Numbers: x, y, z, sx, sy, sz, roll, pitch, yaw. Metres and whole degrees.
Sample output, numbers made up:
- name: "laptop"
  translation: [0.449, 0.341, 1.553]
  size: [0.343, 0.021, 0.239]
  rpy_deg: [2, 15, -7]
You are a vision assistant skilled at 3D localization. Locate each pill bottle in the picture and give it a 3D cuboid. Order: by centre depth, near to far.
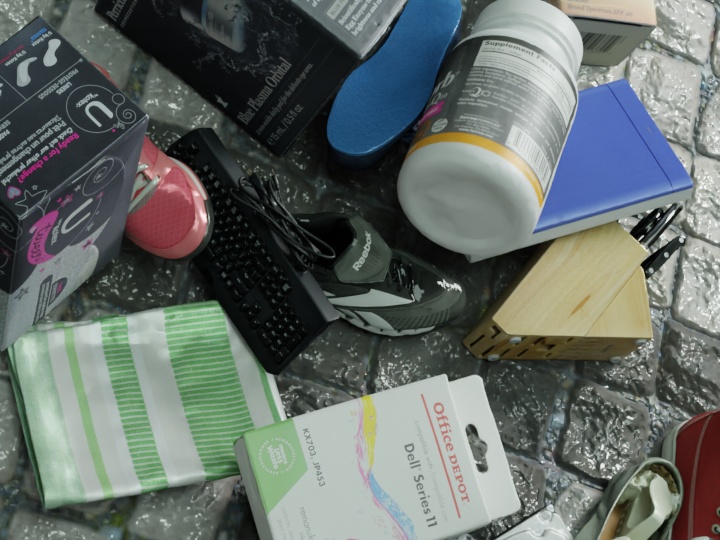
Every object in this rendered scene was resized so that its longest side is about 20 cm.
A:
- name: "pill bottle"
  translation: [0.109, -0.118, 1.612]
  size: [0.116, 0.116, 0.201]
  rpy_deg: [30, 51, -9]

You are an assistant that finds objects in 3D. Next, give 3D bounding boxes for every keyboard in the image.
- name: "keyboard"
  translation: [-0.093, -0.026, 1.536]
  size: [0.201, 0.104, 0.040]
  rpy_deg: [54, 24, 20]

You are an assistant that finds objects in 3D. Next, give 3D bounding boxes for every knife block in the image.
- name: "knife block"
  translation: [0.178, -0.016, 1.688]
  size: [0.198, 0.064, 0.177]
  rpy_deg: [1, 69, -22]

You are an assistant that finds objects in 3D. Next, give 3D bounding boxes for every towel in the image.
- name: "towel"
  translation: [-0.157, 0.093, 1.512]
  size: [0.198, 0.023, 0.153]
  rpy_deg: [-7, 60, -24]

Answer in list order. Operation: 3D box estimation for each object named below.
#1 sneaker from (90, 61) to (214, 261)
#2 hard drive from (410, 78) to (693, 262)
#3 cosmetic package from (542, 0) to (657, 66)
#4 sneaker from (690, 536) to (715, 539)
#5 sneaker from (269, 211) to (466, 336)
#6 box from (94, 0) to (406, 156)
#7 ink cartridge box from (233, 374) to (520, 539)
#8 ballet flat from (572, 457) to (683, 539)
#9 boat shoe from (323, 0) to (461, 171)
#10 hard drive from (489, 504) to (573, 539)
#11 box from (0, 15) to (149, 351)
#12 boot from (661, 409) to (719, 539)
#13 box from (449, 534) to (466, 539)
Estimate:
- name: "sneaker"
  translation: [-0.192, -0.084, 1.525]
  size: [0.074, 0.087, 0.200]
  rpy_deg: [-45, 72, 10]
- name: "hard drive"
  translation: [0.157, -0.086, 1.679]
  size: [0.198, 0.025, 0.132]
  rpy_deg: [-16, 52, -14]
- name: "cosmetic package"
  translation: [0.192, -0.292, 1.789]
  size: [0.103, 0.087, 0.202]
  rpy_deg: [3, 69, -20]
- name: "sneaker"
  translation: [0.264, 0.305, 1.544]
  size: [0.076, 0.075, 0.202]
  rpy_deg: [-4, 80, -10]
- name: "sneaker"
  translation: [0.000, 0.000, 1.592]
  size: [0.199, 0.090, 0.067]
  rpy_deg: [16, 66, -16]
- name: "box"
  translation: [-0.080, -0.222, 1.586]
  size: [0.200, 0.197, 0.118]
  rpy_deg: [38, 62, -4]
- name: "ink cartridge box"
  translation: [0.019, 0.149, 1.478]
  size: [0.198, 0.067, 0.118]
  rpy_deg: [-16, 81, -13]
- name: "ballet flat"
  translation: [0.204, 0.214, 1.574]
  size: [0.067, 0.064, 0.200]
  rpy_deg: [45, 40, -9]
- name: "boat shoe"
  translation: [0.036, -0.145, 1.671]
  size: [0.084, 0.069, 0.200]
  rpy_deg: [29, 55, 14]
- name: "hard drive"
  translation: [0.144, 0.300, 1.565]
  size: [0.139, 0.038, 0.201]
  rpy_deg: [-26, 82, -28]
- name: "box"
  translation: [-0.242, -0.056, 1.440]
  size: [0.115, 0.200, 0.132]
  rpy_deg: [41, 60, 11]
- name: "boot"
  translation: [0.299, 0.201, 1.608]
  size: [0.072, 0.144, 0.202]
  rpy_deg: [8, 68, -21]
- name: "box"
  translation: [-0.002, 0.251, 1.501]
  size: [0.154, 0.041, 0.202]
  rpy_deg: [5, 66, -4]
